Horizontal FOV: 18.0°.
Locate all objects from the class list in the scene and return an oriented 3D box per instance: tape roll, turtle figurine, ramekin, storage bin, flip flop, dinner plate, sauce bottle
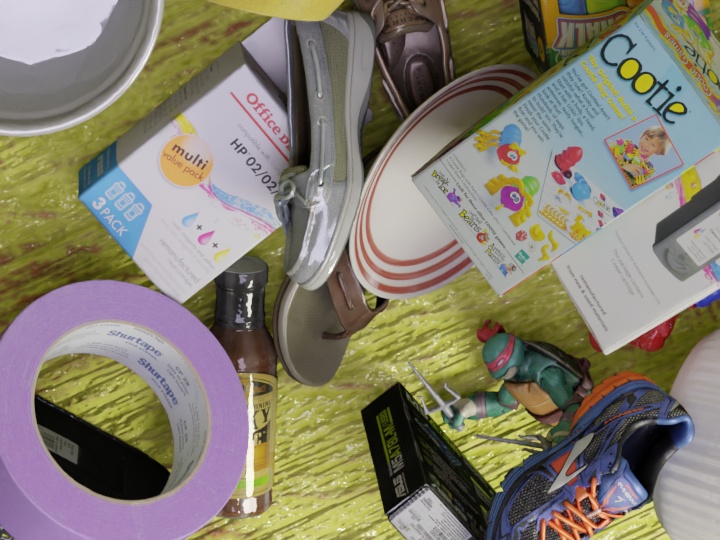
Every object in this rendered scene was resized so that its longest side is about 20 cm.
[{"bbox_3d":[-0.183,0.111,1.632,0.200,0.201,0.066,29,147,-14],"label":"tape roll"},{"bbox_3d":[0.142,0.108,1.733,0.200,0.150,0.101,36,83,-24],"label":"turtle figurine"},{"bbox_3d":[0.300,0.134,1.719,0.105,0.200,0.201,14,112,28],"label":"ramekin"},{"bbox_3d":[-0.245,0.168,1.706,0.200,0.135,0.094,31,104,-15],"label":"storage bin"},{"bbox_3d":[0.000,0.000,1.701,0.081,0.058,0.200,20,105,-45],"label":"flip flop"},{"bbox_3d":[-0.237,-0.203,1.586,0.199,0.105,0.201,-2,109,-5],"label":"ramekin"},{"bbox_3d":[0.063,-0.068,1.661,0.200,0.024,0.201,-29,142,-26],"label":"dinner plate"},{"bbox_3d":[-0.095,0.089,1.732,0.064,0.065,0.201,-1,109,-5],"label":"sauce bottle"}]

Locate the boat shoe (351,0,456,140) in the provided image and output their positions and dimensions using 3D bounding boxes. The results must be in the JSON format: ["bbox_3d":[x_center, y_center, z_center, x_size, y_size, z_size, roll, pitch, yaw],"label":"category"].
[{"bbox_3d":[0.032,-0.190,1.645,0.071,0.065,0.200,-20,110,2],"label":"boat shoe"}]

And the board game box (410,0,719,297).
[{"bbox_3d":[0.152,-0.089,1.532,0.200,0.103,0.105,-35,94,29],"label":"board game box"}]

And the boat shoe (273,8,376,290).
[{"bbox_3d":[-0.034,-0.088,1.601,0.065,0.074,0.203,10,85,-18],"label":"boat shoe"}]

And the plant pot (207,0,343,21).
[{"bbox_3d":[-0.056,-0.250,1.538,0.199,0.200,0.142,10,104,-9],"label":"plant pot"}]

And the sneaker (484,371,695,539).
[{"bbox_3d":[0.162,0.154,1.619,0.200,0.078,0.075,-50,123,-17],"label":"sneaker"}]

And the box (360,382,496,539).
[{"bbox_3d":[0.084,0.200,1.721,0.047,0.193,0.200,-39,109,6],"label":"box"}]

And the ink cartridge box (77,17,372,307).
[{"bbox_3d":[-0.096,-0.083,1.668,0.200,0.068,0.115,-38,109,8],"label":"ink cartridge box"}]

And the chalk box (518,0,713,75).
[{"bbox_3d":[0.178,-0.205,1.623,0.124,0.125,0.201,-12,111,-1],"label":"chalk box"}]

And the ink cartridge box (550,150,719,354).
[{"bbox_3d":[0.248,-0.033,1.603,0.200,0.148,0.086,-34,85,20],"label":"ink cartridge box"}]

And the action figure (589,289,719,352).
[{"bbox_3d":[0.253,-0.009,1.731,0.200,0.065,0.099,-31,116,5],"label":"action figure"}]
